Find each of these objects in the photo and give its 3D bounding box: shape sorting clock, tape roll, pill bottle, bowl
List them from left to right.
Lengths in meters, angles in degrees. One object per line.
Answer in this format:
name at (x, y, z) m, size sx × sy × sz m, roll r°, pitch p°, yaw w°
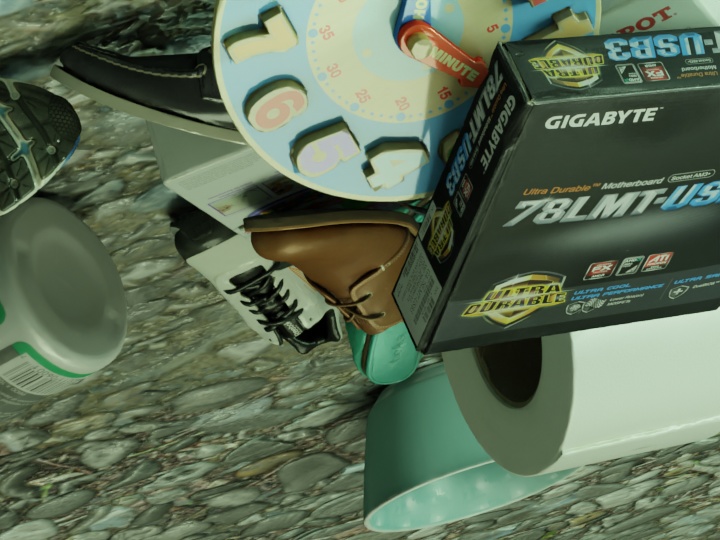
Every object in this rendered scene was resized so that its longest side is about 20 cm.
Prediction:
pill bottle at (-0.248, 0.044, 1.608) m, size 0.200 × 0.113 × 0.113 m, roll -26°, pitch 161°, yaw 28°
shape sorting clock at (0.025, -0.120, 1.332) m, size 0.200 × 0.039 × 0.200 m, roll -8°, pitch 123°, yaw -13°
bowl at (0.085, 0.138, 2.246) m, size 0.201 × 0.105 × 0.201 m, roll -16°, pitch 162°, yaw -5°
tape roll at (0.155, 0.030, 1.816) m, size 0.139 × 0.203 × 0.203 m, roll -11°, pitch 162°, yaw -24°

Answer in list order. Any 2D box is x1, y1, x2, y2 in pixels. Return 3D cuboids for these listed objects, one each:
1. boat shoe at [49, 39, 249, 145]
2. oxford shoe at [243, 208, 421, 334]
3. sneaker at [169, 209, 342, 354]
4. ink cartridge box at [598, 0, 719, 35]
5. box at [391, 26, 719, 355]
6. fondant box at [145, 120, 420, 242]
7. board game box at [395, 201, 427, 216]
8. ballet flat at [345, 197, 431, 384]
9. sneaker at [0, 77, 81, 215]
boat shoe at (-0.061, -0.100, 1.401) m, size 0.200 × 0.063 × 0.073 m, roll 13°, pitch -171°, yaw -10°
oxford shoe at (0.000, 0.000, 1.571) m, size 0.071 × 0.071 × 0.200 m, roll 0°, pitch 172°, yaw 34°
sneaker at (-0.058, 0.002, 1.724) m, size 0.074 × 0.080 × 0.200 m, roll -21°, pitch 161°, yaw 18°
ink cartridge box at (0.153, -0.105, 1.465) m, size 0.147 × 0.083 × 0.200 m, roll -25°, pitch 136°, yaw 23°
box at (0.136, -0.044, 1.397) m, size 0.200 × 0.050 × 0.199 m, roll -7°, pitch 145°, yaw -25°
fondant box at (-0.024, -0.077, 1.545) m, size 0.144 × 0.058 × 0.200 m, roll -22°, pitch 162°, yaw 11°
board game box at (0.118, -0.025, 1.602) m, size 0.158 × 0.039 × 0.200 m, roll 22°, pitch -175°, yaw 21°
ballet flat at (0.028, -0.011, 1.764) m, size 0.067 × 0.070 × 0.200 m, roll -4°, pitch 139°, yaw -22°
sneaker at (-0.233, -0.052, 1.430) m, size 0.200 × 0.078 × 0.090 m, roll -21°, pitch -178°, yaw 23°
